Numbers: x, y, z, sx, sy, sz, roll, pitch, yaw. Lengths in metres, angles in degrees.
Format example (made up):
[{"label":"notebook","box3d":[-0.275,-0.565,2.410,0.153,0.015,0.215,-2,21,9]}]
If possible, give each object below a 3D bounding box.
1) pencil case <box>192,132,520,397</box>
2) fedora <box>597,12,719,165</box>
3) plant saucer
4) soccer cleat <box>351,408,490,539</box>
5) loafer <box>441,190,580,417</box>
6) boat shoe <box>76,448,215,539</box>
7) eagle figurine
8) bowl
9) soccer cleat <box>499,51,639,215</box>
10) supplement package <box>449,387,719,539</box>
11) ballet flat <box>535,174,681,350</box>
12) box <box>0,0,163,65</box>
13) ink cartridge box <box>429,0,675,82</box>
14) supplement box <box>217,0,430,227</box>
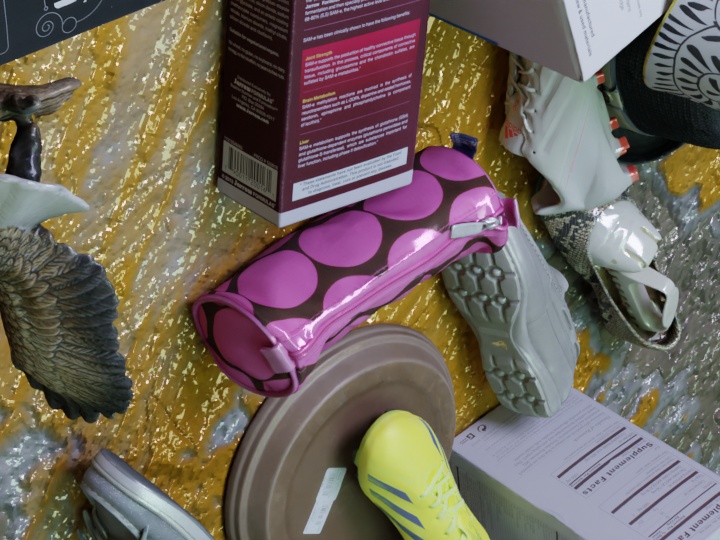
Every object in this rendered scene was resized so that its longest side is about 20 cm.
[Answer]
[{"label":"pencil case","box3d":[0.000,0.000,1.188,0.200,0.094,0.091,-36,131,-25]},{"label":"fedora","box3d":[0.232,-0.152,1.333,0.200,0.092,0.201,-26,131,-34]},{"label":"plant saucer","box3d":[-0.006,0.131,1.317,0.200,0.029,0.200,-26,131,-33]},{"label":"soccer cleat","box3d":[0.054,0.165,1.312,0.065,0.084,0.200,-42,138,-18]},{"label":"loafer","box3d":[0.105,0.015,1.336,0.070,0.070,0.200,-55,143,-33]},{"label":"boat shoe","box3d":[-0.125,0.181,1.192,0.065,0.074,0.202,-45,146,-18]},{"label":"eagle figurine","box3d":[-0.189,0.001,0.969,0.151,0.152,0.200,-25,128,-61]},{"label":"bowl","box3d":[0.269,-0.158,1.169,0.201,0.094,0.201,-43,164,-16]},{"label":"soccer cleat","box3d":[0.119,-0.114,1.265,0.077,0.069,0.200,-22,128,5]},{"label":"supplement package","box3d":[0.170,0.182,1.397,0.109,0.200,0.114,-33,135,-28]},{"label":"ballet flat","box3d":[0.190,-0.006,1.396,0.068,0.075,0.200,-47,139,-12]},{"label":"box","box3d":[-0.176,-0.175,0.850,0.200,0.148,0.124,-28,133,-32]},{"label":"ink cartridge box","box3d":[0.138,-0.218,1.153,0.200,0.146,0.084,-42,136,-21]},{"label":"supplement box","box3d":[-0.019,-0.135,1.108,0.109,0.061,0.200,-20,128,-39]}]
